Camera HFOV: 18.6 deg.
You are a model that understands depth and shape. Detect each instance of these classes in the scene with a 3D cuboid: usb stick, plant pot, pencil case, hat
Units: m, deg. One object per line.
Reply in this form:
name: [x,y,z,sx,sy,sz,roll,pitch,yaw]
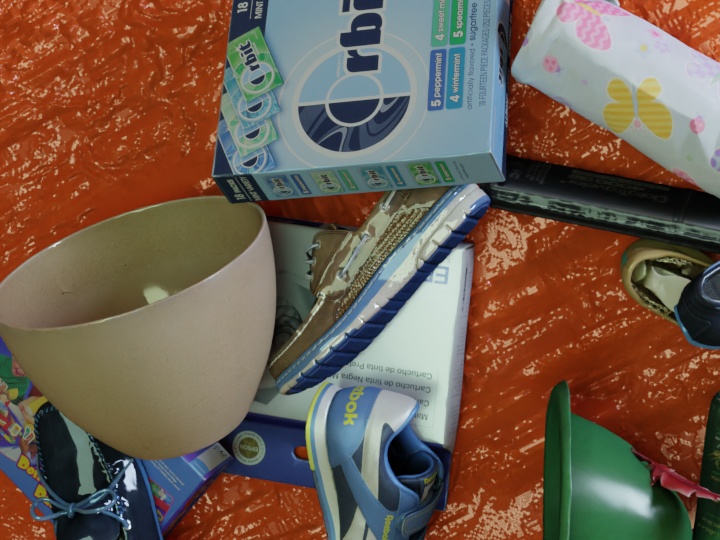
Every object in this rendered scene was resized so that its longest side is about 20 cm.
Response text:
usb stick: [0.182,-0.044,1.519,0.199,0.056,0.033,12,123,15]
plant pot: [-0.142,0.052,1.529,0.199,0.201,0.135,-10,112,17]
pencil case: [0.200,-0.122,1.488,0.199,0.091,0.083,33,121,11]
hat: [0.216,0.167,1.483,0.175,0.200,0.167,1,119,1]

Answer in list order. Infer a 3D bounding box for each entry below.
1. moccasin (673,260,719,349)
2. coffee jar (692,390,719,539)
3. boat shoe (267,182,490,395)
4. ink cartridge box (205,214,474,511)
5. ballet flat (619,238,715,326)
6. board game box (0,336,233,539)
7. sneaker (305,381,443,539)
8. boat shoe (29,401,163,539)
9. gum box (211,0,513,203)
moccasin: [0.305,0.000,1.443,0.199,0.068,0.081,-26,70,-10]
coffee jar: [0.272,0.187,1.501,0.104,0.085,0.201,16,100,24]
boat shoe: [0.000,0.000,1.534,0.200,0.072,0.072,-46,77,4]
ink cartridge box: [-0.023,0.067,1.600,0.198,0.041,0.202,7,99,16]
ballet flat: [0.265,0.039,1.498,0.199,0.063,0.069,24,103,12]
board game box: [-0.208,0.119,1.644,0.200,0.045,0.135,45,120,7]
sneaker: [0.020,0.172,1.560,0.082,0.074,0.201,-5,115,19]
boat shoe: [-0.184,0.186,1.587,0.084,0.069,0.201,-25,94,30]
gum box: [0.004,-0.137,1.523,0.199,0.045,0.171,-4,63,18]
